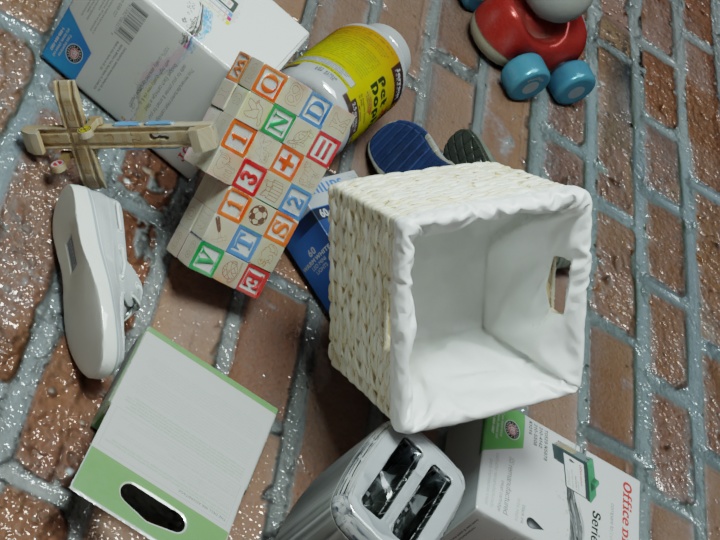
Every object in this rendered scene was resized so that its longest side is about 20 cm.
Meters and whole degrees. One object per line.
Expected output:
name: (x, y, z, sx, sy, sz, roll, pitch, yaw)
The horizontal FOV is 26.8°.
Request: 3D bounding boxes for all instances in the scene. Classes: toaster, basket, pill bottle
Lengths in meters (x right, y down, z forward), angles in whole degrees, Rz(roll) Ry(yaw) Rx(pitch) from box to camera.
toaster: (0.006, 0.222, 1.324, 0.114, 0.129, 0.200, 43, 40, 0)
basket: (0.086, 0.013, 1.364, 0.198, 0.201, 0.161, -10, 22, -25)
pill bottle: (-0.020, -0.205, 1.678, 0.109, 0.109, 0.200, 44, 40, 0)

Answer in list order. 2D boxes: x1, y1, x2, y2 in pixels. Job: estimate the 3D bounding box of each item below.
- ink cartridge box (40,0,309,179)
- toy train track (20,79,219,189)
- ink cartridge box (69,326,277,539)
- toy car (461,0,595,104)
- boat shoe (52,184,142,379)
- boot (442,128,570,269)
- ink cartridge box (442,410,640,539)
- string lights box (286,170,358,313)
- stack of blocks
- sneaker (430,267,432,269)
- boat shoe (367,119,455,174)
ink cartridge box: (-0.185, -0.230, 1.531, 0.200, 0.147, 0.145, 40, 40, -5)
toy train track: (-0.227, -0.118, 1.391, 0.033, 0.197, 0.116, -64, 149, -51)
ink cartridge box: (-0.163, 0.160, 1.297, 0.145, 0.048, 0.201, 34, 41, -12)
toy car: (0.257, -0.351, 1.965, 0.175, 0.200, 0.186, 0, 57, -40)
boat shoe: (-0.230, 0.011, 1.359, 0.068, 0.072, 0.201, 10, 42, -33)
boot: (0.181, -0.078, 1.786, 0.130, 0.068, 0.202, -16, 75, -51)
ink cartridge box: (0.177, 0.238, 1.490, 0.199, 0.084, 0.147, 29, 43, -17)
string lights box: (0.000, 0.000, 1.559, 0.102, 0.059, 0.201, -18, 70, -50)
stack of blocks: (-0.106, -0.089, 1.432, 0.114, 0.202, 0.058, 26, 4, -34)
sneaker: (0.079, -0.010, 1.488, 0.198, 0.082, 0.075, -19, 55, -29)
boat shoe: (0.078, -0.096, 1.680, 0.200, 0.072, 0.072, 46, -2, 44)
